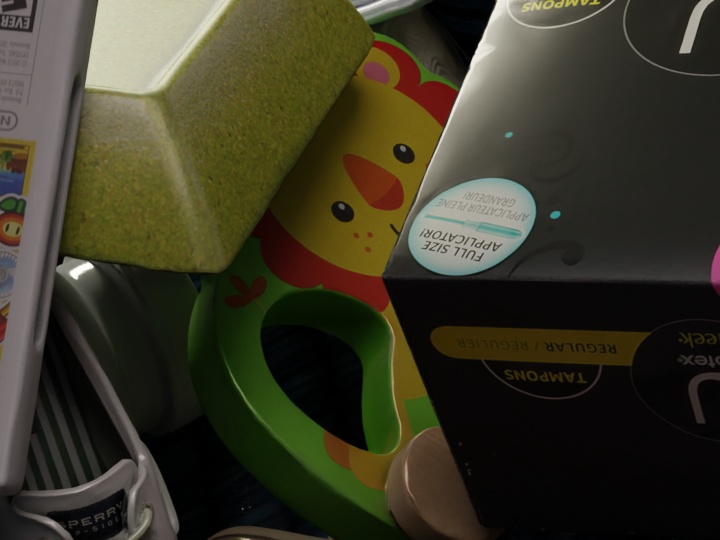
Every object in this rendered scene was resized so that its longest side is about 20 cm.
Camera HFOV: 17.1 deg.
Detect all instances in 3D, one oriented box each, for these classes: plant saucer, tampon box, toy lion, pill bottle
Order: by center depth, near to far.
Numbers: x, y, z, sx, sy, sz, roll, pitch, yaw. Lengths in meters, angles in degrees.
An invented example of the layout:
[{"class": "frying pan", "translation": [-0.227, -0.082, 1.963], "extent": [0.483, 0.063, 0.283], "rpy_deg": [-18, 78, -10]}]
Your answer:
[{"class": "tampon box", "translation": [0.117, -0.024, 0.819], "extent": [0.149, 0.127, 0.200], "rpy_deg": [-1, 44, 24]}, {"class": "plant saucer", "translation": [-0.113, -0.078, 0.856], "extent": [0.199, 0.048, 0.200], "rpy_deg": [8, 30, 13]}, {"class": "pill bottle", "translation": [-0.154, 0.058, 0.883], "extent": [0.199, 0.112, 0.112], "rpy_deg": [-26, 43, -27]}, {"class": "toy lion", "translation": [0.000, 0.000, 0.909], "extent": [0.191, 0.069, 0.200], "rpy_deg": [39, 48, -1]}]

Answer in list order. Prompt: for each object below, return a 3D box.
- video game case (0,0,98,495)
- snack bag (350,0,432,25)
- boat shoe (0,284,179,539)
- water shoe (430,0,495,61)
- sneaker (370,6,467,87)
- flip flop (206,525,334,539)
[{"class": "video game case", "translation": [-0.192, -0.029, 0.780], "extent": [0.199, 0.023, 0.183], "rpy_deg": [6, 82, 12]}, {"class": "snack bag", "translation": [-0.069, -0.100, 1.066], "extent": [0.199, 0.021, 0.189], "rpy_deg": [-20, 10, -4]}, {"class": "boat shoe", "translation": [-0.100, 0.084, 0.796], "extent": [0.073, 0.067, 0.201], "rpy_deg": [-26, 84, -27]}, {"class": "water shoe", "translation": [0.055, -0.140, 1.073], "extent": [0.071, 0.200, 0.079], "rpy_deg": [-39, 18, 8]}, {"class": "sneaker", "translation": [-0.009, -0.057, 1.063], "extent": [0.084, 0.075, 0.200], "rpy_deg": [-27, 11, 27]}, {"class": "flip flop", "translation": [0.033, 0.128, 0.821], "extent": [0.199, 0.081, 0.058], "rpy_deg": [13, 27, 28]}]
